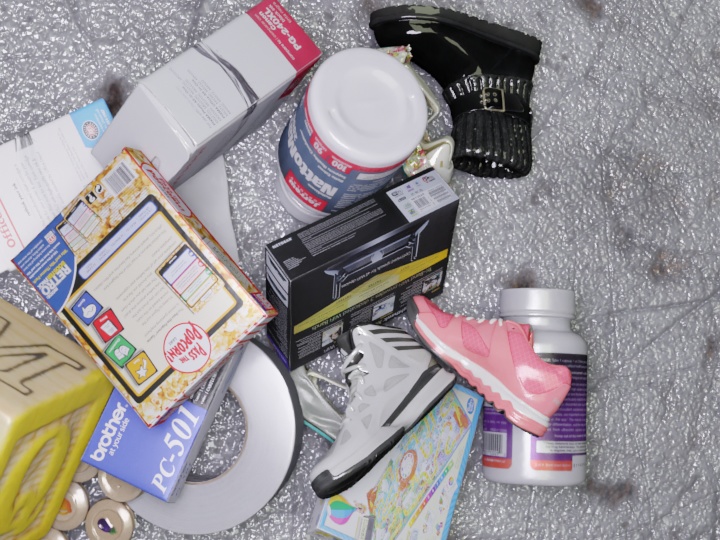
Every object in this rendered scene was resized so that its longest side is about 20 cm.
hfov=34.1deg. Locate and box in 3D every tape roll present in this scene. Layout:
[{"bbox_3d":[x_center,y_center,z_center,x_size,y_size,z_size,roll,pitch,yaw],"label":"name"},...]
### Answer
[{"bbox_3d":[-0.157,0.156,1.170,0.197,0.066,0.204,0,86,4],"label":"tape roll"}]

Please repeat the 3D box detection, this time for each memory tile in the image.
[{"bbox_3d":[-0.298,0.251,1.143,0.151,0.017,0.203,21,92,10],"label":"memory tile"}]

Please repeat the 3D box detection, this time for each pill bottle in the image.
[{"bbox_3d":[0.186,0.123,1.250,0.110,0.111,0.204,3,85,-12],"label":"pill bottle"},{"bbox_3d":[-0.019,-0.123,1.173,0.118,0.200,0.121,6,68,-16],"label":"pill bottle"}]

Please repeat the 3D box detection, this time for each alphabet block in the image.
[{"bbox_3d":[-0.367,0.137,1.040,0.198,0.196,0.197,28,105,10],"label":"alphabet block"}]

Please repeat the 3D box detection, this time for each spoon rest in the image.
[{"bbox_3d":[-0.168,-0.067,1.211,0.099,0.060,0.203,-20,92,-38],"label":"spoon rest"}]

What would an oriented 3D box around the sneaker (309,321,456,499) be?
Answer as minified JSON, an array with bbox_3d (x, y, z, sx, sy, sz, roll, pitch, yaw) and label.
[{"bbox_3d":[-0.005,0.127,1.144,0.115,0.076,0.200,45,51,9],"label":"sneaker"}]

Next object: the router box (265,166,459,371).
[{"bbox_3d":[0.000,0.000,1.184,0.198,0.158,0.052,-26,58,-22],"label":"router box"}]

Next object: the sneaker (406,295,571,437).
[{"bbox_3d":[0.133,0.079,1.194,0.200,0.074,0.087,41,92,26],"label":"sneaker"}]

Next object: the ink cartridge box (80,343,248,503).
[{"bbox_3d":[-0.176,0.107,1.111,0.093,0.044,0.202,22,80,7],"label":"ink cartridge box"}]

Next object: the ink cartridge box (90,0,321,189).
[{"bbox_3d":[-0.151,-0.162,1.149,0.084,0.145,0.200,49,51,-3],"label":"ink cartridge box"}]

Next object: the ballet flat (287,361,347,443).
[{"bbox_3d":[-0.006,0.167,1.225,0.199,0.067,0.064,41,87,-5],"label":"ballet flat"}]

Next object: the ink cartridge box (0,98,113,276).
[{"bbox_3d":[-0.323,-0.074,1.180,0.198,0.068,0.117,-27,91,-13],"label":"ink cartridge box"}]

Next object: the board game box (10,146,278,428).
[{"bbox_3d":[-0.195,0.015,1.060,0.151,0.046,0.201,-41,84,7],"label":"board game box"}]

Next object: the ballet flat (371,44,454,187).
[{"bbox_3d":[0.061,-0.143,1.228,0.063,0.076,0.202,-21,104,19],"label":"ballet flat"}]

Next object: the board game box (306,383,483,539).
[{"bbox_3d":[0.039,0.194,1.187,0.133,0.034,0.202,26,62,-12],"label":"board game box"}]

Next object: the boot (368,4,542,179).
[{"bbox_3d":[0.100,-0.193,1.276,0.208,0.079,0.160,12,83,-11],"label":"boot"}]
